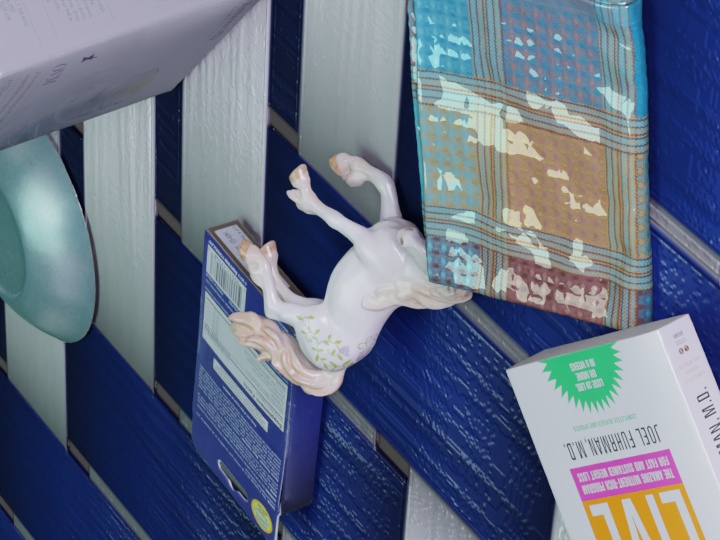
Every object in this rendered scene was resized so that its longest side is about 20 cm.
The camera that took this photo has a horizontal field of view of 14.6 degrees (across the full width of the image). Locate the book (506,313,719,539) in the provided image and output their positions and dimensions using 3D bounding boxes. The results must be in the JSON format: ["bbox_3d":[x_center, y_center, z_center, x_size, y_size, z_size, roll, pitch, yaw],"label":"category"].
[{"bbox_3d":[0.165,0.129,1.491,0.133,0.048,0.201,-19,94,57],"label":"book"}]

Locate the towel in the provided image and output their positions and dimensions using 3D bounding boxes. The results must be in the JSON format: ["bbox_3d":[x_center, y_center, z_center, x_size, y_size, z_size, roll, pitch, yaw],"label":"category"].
[{"bbox_3d":[0.089,-0.069,1.482,0.146,0.022,0.201,15,122,33],"label":"towel"}]

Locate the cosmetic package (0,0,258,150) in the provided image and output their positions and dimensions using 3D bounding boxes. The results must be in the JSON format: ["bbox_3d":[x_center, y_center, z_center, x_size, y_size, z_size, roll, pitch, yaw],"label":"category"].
[{"bbox_3d":[-0.194,-0.169,1.789,0.124,0.199,0.199,64,153,5],"label":"cosmetic package"}]

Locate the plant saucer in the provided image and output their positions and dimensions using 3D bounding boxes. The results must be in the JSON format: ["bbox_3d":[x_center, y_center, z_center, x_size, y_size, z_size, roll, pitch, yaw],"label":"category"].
[{"bbox_3d":[-0.271,-0.034,2.194,0.201,0.039,0.202,39,139,44],"label":"plant saucer"}]

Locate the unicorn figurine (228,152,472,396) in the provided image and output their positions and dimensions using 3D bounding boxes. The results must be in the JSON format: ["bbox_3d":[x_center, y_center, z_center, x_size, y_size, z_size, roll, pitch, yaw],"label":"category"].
[{"bbox_3d":[0.000,0.000,1.684,0.137,0.074,0.200,49,140,19],"label":"unicorn figurine"}]

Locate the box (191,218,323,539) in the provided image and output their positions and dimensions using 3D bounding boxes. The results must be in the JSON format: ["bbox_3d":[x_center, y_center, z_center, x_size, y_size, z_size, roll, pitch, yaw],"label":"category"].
[{"bbox_3d":[-0.070,0.078,1.908,0.121,0.032,0.201,48,144,37],"label":"box"}]
